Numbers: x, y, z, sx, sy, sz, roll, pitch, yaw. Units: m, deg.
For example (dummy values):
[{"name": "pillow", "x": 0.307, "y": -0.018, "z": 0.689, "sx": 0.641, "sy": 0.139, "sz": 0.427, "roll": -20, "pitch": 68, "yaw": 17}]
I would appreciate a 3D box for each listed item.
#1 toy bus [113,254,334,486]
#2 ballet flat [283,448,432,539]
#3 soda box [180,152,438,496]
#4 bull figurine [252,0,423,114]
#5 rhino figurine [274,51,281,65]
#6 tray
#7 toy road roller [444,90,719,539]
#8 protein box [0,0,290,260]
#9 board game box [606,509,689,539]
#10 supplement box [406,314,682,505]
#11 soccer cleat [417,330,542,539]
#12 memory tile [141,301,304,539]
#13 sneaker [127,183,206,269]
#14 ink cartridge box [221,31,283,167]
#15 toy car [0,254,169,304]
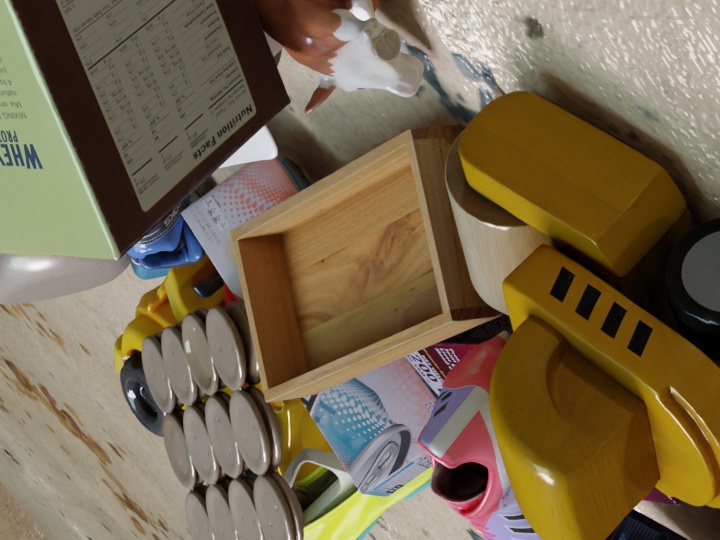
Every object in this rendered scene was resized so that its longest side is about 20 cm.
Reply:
[{"name": "toy bus", "x": -0.067, "y": 0.035, "z": 1.534, "sx": 0.200, "sy": 0.136, "sz": 0.192, "roll": 39, "pitch": 148, "yaw": 34}, {"name": "ballet flat", "x": 0.002, "y": 0.115, "z": 1.442, "sx": 0.067, "sy": 0.200, "sz": 0.067, "roll": 32, "pitch": -149, "yaw": -21}, {"name": "soda box", "x": -0.019, "y": 0.030, "z": 1.387, "sx": 0.200, "sy": 0.068, "sz": 0.064, "roll": 56, "pitch": -172, "yaw": 14}, {"name": "bull figurine", "x": -0.026, "y": -0.149, "z": 1.103, "sx": 0.200, "sy": 0.065, "sz": 0.121, "roll": 54, "pitch": 159, "yaw": -23}, {"name": "rhino figurine", "x": -0.113, "y": -0.165, "z": 1.262, "sx": 0.200, "sy": 0.087, "sz": 0.060, "roll": 57, "pitch": -156, "yaw": -27}, {"name": "tray", "x": 0.000, "y": 0.000, "z": 1.267, "sx": 0.200, "sy": 0.037, "sz": 0.099, "roll": -26, "pitch": 74, "yaw": 56}, {"name": "toy road roller", "x": 0.097, "y": 0.031, "z": 1.070, "sx": 0.200, "sy": 0.146, "sz": 0.123, "roll": 36, "pitch": 160, "yaw": 31}, {"name": "protein box", "x": -0.172, "y": -0.127, "z": 1.089, "sx": 0.198, "sy": 0.135, "sz": 0.200, "roll": 3, "pitch": 125, "yaw": 39}, {"name": "board game box", "x": 0.196, "y": 0.204, "z": 1.280, "sx": 0.200, "sy": 0.057, "sz": 0.165, "roll": 29, "pitch": 167, "yaw": 13}, {"name": "supplement box", "x": 0.106, "y": 0.059, "z": 1.259, "sx": 0.109, "sy": 0.061, "sz": 0.200, "roll": 51, "pitch": 162, "yaw": -13}, {"name": "soccer cleat", "x": 0.066, "y": 0.103, "z": 1.217, "sx": 0.067, "sy": 0.076, "sz": 0.200, "roll": 39, "pitch": 161, "yaw": 24}, {"name": "memory tile", "x": -0.083, "y": 0.100, "z": 1.438, "sx": 0.200, "sy": 0.017, "sz": 0.154, "roll": -23, "pitch": 84, "yaw": 69}, {"name": "sneaker", "x": -0.127, "y": -0.040, "z": 1.466, "sx": 0.200, "sy": 0.077, "sz": 0.085, "roll": -35, "pitch": -77, "yaw": -82}, {"name": "ink cartridge box", "x": -0.105, "y": -0.148, "z": 1.179, "sx": 0.117, "sy": 0.067, "sz": 0.200, "roll": -7, "pitch": 119, "yaw": 39}, {"name": "toy car", "x": -0.222, "y": -0.083, "z": 1.632, "sx": 0.177, "sy": 0.184, "sz": 0.201, "roll": 152, "pitch": 107, "yaw": -77}]
